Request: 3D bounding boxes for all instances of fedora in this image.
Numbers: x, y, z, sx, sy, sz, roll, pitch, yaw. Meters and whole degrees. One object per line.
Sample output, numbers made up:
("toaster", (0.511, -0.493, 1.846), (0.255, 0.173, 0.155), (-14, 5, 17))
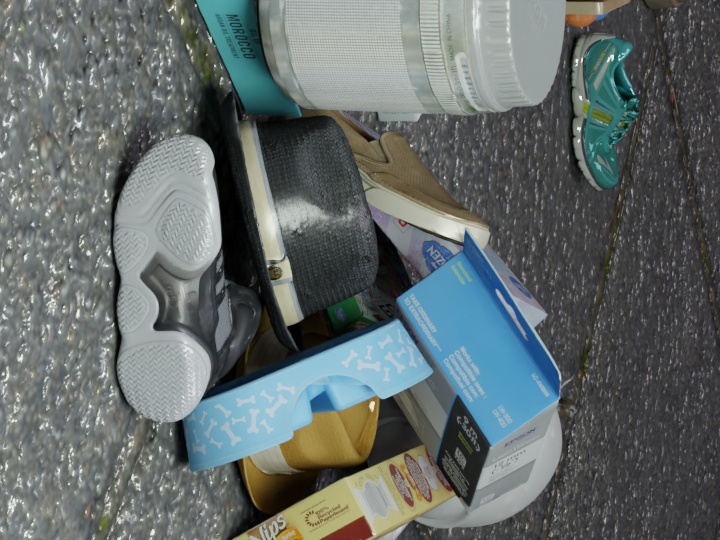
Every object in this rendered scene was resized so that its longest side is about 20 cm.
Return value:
("fedora", (-0.039, -0.044, 1.534), (0.201, 0.091, 0.202), (166, -90, -90))
("fedora", (-0.034, 0.107, 1.672), (0.200, 0.081, 0.202), (3, 90, -69))

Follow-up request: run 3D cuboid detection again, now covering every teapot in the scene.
("teapot", (0.073, 0.161, 1.855), (0.146, 0.197, 0.201), (-43, 122, -39))

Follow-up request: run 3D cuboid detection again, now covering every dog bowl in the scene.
("dog bowl", (-0.044, 0.089, 1.537), (0.050, 0.199, 0.111), (69, -21, -2))

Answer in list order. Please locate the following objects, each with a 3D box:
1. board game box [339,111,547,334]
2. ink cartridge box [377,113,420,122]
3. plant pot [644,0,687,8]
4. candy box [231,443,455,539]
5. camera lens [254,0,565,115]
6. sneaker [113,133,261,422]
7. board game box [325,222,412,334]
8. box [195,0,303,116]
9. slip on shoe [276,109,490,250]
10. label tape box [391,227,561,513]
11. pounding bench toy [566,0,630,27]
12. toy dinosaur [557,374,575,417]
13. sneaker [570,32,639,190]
("board game box", (0.061, -0.035, 1.783), (0.041, 0.200, 0.200), (-43, 159, 9))
("ink cartridge box", (0.052, -0.260, 1.899), (0.200, 0.043, 0.174), (-60, 146, -49))
("plant pot", (0.482, -0.458, 2.819), (0.200, 0.173, 0.201), (2, 90, -70))
("candy box", (-0.008, 0.198, 1.678), (0.055, 0.115, 0.200), (63, 21, 7))
("camera lens", (0.034, -0.194, 1.500), (0.160, 0.199, 0.161), (4, 90, -69))
("sneaker", (-0.119, -0.001, 1.452), (0.114, 0.075, 0.201), (-26, 123, -67))
("board game box", (0.000, 0.000, 1.736), (0.135, 0.029, 0.200), (68, 15, 17))
("box", (-0.082, -0.211, 1.544), (0.200, 0.049, 0.083), (67, 33, -49))
("slip on shoe", (0.019, -0.080, 1.616), (0.061, 0.200, 0.076), (-63, 154, 2))
("label tape box", (0.082, 0.080, 1.593), (0.144, 0.066, 0.200), (57, -17, 22))
("pounding bench toy", (0.200, -0.331, 2.162), (0.200, 0.124, 0.157), (-32, 124, -65))
("toy dinosaur", (0.176, 0.150, 2.278), (0.200, 0.077, 0.103), (33, 50, -61))
("sneaker", (0.299, -0.189, 2.509), (0.078, 0.079, 0.201), (-51, 140, -57))
